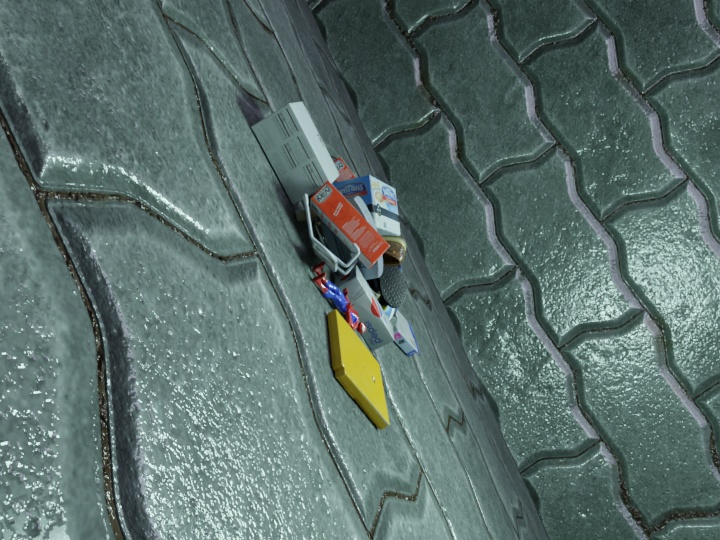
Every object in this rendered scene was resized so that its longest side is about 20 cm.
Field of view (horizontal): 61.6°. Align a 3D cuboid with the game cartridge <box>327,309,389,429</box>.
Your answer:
[{"bbox_3d":[-0.007,0.206,1.263,0.201,0.032,0.178,54,16,-34],"label":"game cartridge"}]

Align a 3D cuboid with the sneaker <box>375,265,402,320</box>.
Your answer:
[{"bbox_3d":[0.071,0.063,1.647,0.202,0.072,0.083,-67,145,-41],"label":"sneaker"}]

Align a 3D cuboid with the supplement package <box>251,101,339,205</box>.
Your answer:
[{"bbox_3d":[-0.150,-0.283,1.445,0.203,0.109,0.156,62,12,-12],"label":"supplement package"}]

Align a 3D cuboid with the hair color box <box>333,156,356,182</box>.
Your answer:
[{"bbox_3d":[-0.029,-0.222,1.783,0.202,0.063,0.111,53,-14,1],"label":"hair color box"}]

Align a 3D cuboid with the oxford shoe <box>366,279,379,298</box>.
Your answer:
[{"bbox_3d":[0.000,0.000,1.576,0.070,0.073,0.204,9,52,-53],"label":"oxford shoe"}]

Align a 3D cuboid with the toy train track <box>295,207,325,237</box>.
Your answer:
[{"bbox_3d":[-0.119,-0.133,1.463,0.200,0.032,0.118,-21,102,-72],"label":"toy train track"}]

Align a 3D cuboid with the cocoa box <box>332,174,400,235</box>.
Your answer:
[{"bbox_3d":[0.010,-0.158,1.594,0.199,0.130,0.135,9,74,-67],"label":"cocoa box"}]

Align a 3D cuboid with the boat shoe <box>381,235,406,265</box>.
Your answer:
[{"bbox_3d":[0.016,-0.046,1.515,0.073,0.194,0.069,80,15,-47],"label":"boat shoe"}]

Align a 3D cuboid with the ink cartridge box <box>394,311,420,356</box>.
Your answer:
[{"bbox_3d":[0.120,0.180,1.837,0.200,0.041,0.121,46,21,-50],"label":"ink cartridge box"}]

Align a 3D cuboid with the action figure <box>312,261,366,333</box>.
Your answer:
[{"bbox_3d":[-0.040,0.072,1.353,0.202,0.051,0.066,59,7,-33],"label":"action figure"}]

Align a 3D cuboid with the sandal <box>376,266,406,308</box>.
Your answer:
[{"bbox_3d":[0.067,0.007,1.585,0.048,0.073,0.205,115,-39,-61],"label":"sandal"}]

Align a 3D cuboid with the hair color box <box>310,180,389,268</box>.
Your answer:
[{"bbox_3d":[-0.026,-0.101,1.367,0.200,0.061,0.102,46,-8,1],"label":"hair color box"}]

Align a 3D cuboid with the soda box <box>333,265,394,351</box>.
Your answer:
[{"bbox_3d":[0.010,0.093,1.469,0.203,0.067,0.064,60,12,-23],"label":"soda box"}]

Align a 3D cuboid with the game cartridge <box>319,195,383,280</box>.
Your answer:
[{"bbox_3d":[-0.019,-0.073,1.462,0.042,0.130,0.205,-46,122,-61],"label":"game cartridge"}]

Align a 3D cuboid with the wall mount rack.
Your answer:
[{"bbox_3d":[-0.079,-0.071,1.330,0.173,0.075,0.200,42,-8,3],"label":"wall mount rack"}]

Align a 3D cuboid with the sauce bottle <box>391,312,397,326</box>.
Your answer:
[{"bbox_3d":[0.078,0.081,1.733,0.065,0.064,0.202,56,17,-31],"label":"sauce bottle"}]
